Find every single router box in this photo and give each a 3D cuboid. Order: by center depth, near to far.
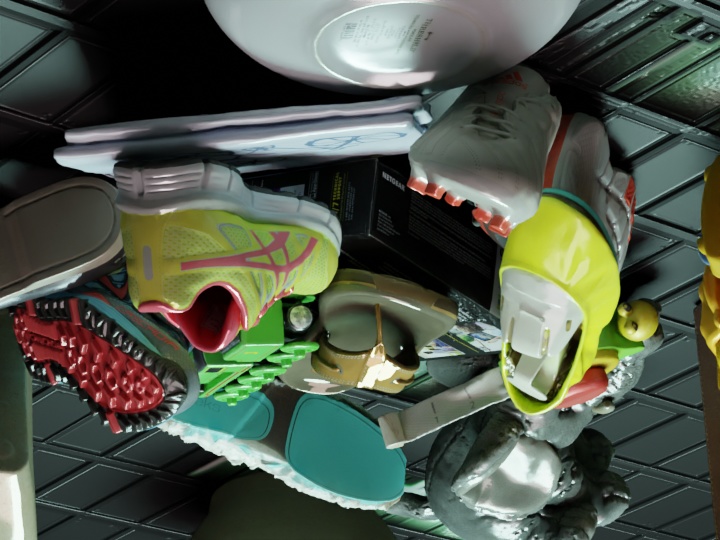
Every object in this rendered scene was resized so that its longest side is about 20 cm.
[{"bbox_3d":[0.000,0.000,1.620,0.149,0.051,0.200,-7,156,33],"label":"router box"}]

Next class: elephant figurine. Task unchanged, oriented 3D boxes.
[{"bbox_3d":[0.105,0.093,1.796,0.141,0.155,0.200,34,156,28],"label":"elephant figurine"}]

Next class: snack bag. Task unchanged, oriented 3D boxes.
[{"bbox_3d":[-0.052,-0.069,1.461,0.188,0.021,0.200,-6,178,5],"label":"snack bag"}]

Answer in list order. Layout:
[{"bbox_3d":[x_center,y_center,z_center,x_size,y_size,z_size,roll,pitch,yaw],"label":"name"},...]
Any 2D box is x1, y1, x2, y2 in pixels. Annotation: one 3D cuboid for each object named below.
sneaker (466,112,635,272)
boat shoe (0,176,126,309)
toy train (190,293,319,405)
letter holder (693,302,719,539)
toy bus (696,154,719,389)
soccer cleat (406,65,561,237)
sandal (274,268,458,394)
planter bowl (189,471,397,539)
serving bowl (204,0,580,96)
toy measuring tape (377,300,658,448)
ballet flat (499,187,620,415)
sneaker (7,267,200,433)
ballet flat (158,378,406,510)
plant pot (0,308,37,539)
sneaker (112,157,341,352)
[{"bbox_3d":[0.106,-0.037,1.576,0.082,0.077,0.200,11,154,19],"label":"sneaker"},{"bbox_3d":[-0.211,-0.001,1.545,0.200,0.073,0.063,-15,164,16],"label":"boat shoe"},{"bbox_3d":[-0.074,0.047,1.624,0.056,0.042,0.200,-2,168,-18],"label":"toy train"},{"bbox_3d":[0.290,0.093,1.692,0.100,0.200,0.142,9,152,-22],"label":"letter holder"},{"bbox_3d":[0.256,-0.021,1.550,0.200,0.136,0.192,-19,137,36],"label":"toy bus"},{"bbox_3d":[0.067,-0.067,1.389,0.069,0.078,0.200,28,-173,0],"label":"soccer cleat"},{"bbox_3d":[0.000,0.048,1.592,0.080,0.054,0.200,14,158,-16],"label":"sandal"},{"bbox_3d":[-0.050,0.226,2.020,0.200,0.135,0.200,-3,155,-1],"label":"planter bowl"},{"bbox_3d":[0.017,-0.137,1.338,0.200,0.066,0.200,-1,154,-1],"label":"serving bowl"},{"bbox_3d":[0.090,0.062,1.702,0.200,0.074,0.074,-23,149,19],"label":"toy measuring tape"},{"bbox_3d":[0.104,0.027,1.534,0.067,0.067,0.200,26,159,13],"label":"ballet flat"},{"bbox_3d":[-0.130,0.028,1.571,0.095,0.079,0.200,-24,-156,-22],"label":"sneaker"},{"bbox_3d":[-0.062,0.101,1.823,0.200,0.072,0.072,25,146,-21],"label":"ballet flat"},{"bbox_3d":[-0.287,0.109,1.703,0.200,0.200,0.177,6,143,-17],"label":"plant pot"},{"bbox_3d":[-0.072,0.000,1.440,0.078,0.090,0.200,-4,170,26],"label":"sneaker"}]
